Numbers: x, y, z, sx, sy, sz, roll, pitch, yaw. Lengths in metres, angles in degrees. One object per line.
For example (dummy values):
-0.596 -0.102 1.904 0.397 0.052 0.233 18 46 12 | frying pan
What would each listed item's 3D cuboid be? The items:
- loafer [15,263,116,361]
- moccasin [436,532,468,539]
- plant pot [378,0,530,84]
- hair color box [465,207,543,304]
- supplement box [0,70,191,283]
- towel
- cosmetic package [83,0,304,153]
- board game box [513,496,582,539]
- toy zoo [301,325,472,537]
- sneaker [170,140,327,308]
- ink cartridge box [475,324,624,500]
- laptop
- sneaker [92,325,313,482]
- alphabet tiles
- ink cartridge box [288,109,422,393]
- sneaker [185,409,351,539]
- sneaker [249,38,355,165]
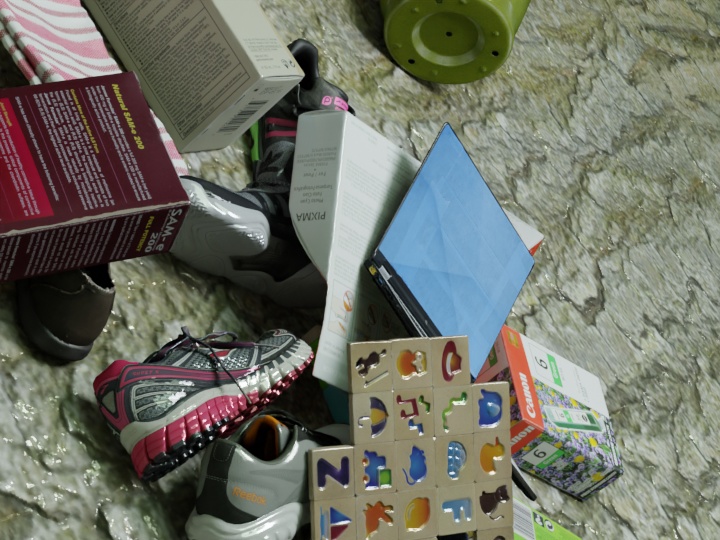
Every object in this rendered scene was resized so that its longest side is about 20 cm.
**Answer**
-0.193 -0.035 1.292 0.073 0.071 0.201 21 40 -44 | loafer
0.038 0.183 1.355 0.080 0.068 0.201 35 44 -28 | moccasin
0.094 -0.298 1.945 0.200 0.200 0.194 35 43 -28 | plant pot
0.069 -0.011 1.639 0.110 0.064 0.200 35 24 12 | hair color box
-0.218 -0.054 1.202 0.198 0.061 0.109 -11 62 -28 | supplement box
-0.207 -0.150 1.399 0.201 0.030 0.146 54 14 22 | towel
-0.145 -0.204 1.537 0.201 0.103 0.073 58 27 11 | cosmetic package
0.145 0.269 1.485 0.095 0.030 0.201 34 29 -29 | board game box
0.038 0.136 1.484 0.131 0.020 0.201 8 50 -50 | toy zoo
-0.081 -0.052 1.454 0.199 0.075 0.115 30 52 -45 | sneaker
0.134 0.108 1.636 0.199 0.050 0.110 30 35 -36 | ink cartridge box
0.096 0.031 1.456 0.188 0.115 0.200 52 3 -45 | laptop
-0.100 0.070 1.298 0.075 0.081 0.200 52 28 7 | sneaker
0.036 0.146 1.295 0.166 0.008 0.202 -2 90 -34 | alphabet tiles
0.000 0.000 1.457 0.160 0.047 0.202 30 64 -56 | ink cartridge box
-0.044 0.129 1.289 0.200 0.073 0.080 -19 116 -62 | sneaker
-0.044 -0.113 1.597 0.076 0.084 0.201 17 42 -46 | sneaker
